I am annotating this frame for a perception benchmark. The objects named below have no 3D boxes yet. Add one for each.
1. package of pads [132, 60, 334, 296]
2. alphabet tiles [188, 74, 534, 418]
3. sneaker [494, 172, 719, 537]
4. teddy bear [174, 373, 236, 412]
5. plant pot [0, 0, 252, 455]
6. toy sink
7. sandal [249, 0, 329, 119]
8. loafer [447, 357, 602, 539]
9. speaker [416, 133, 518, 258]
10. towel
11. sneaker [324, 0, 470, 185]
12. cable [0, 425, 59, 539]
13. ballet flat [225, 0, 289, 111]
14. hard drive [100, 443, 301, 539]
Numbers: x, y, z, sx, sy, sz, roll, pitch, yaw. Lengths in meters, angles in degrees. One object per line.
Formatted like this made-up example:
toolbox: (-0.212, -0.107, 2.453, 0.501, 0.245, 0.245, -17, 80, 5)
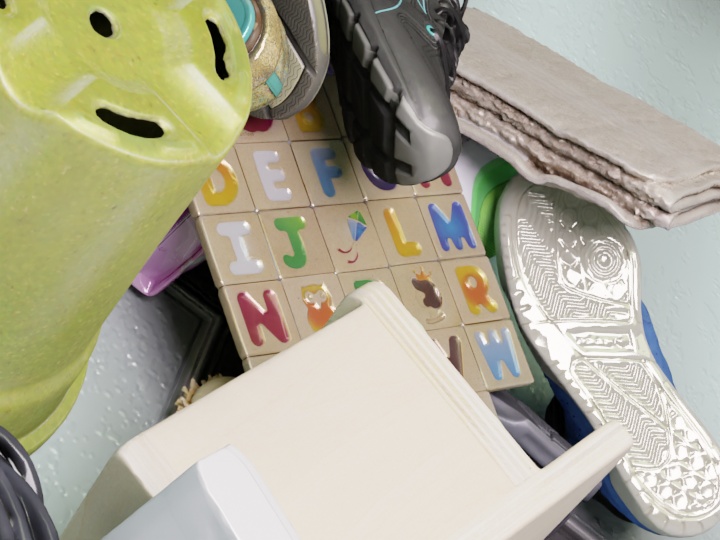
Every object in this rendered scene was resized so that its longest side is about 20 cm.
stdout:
package of pads: (-0.072, -0.084, 0.985, 0.121, 0.076, 0.200, 50, 37, 0)
alphabet tiles: (0.000, 0.000, 0.922, 0.165, 0.006, 0.202, -6, 69, -41)
sneaker: (0.118, 0.045, 1.047, 0.076, 0.111, 0.201, -29, 89, -11)
teddy bear: (-0.007, 0.121, 0.902, 0.200, 0.067, 0.145, 45, 28, 3)
plant pot: (-0.145, -0.047, 0.789, 0.199, 0.184, 0.202, 27, 43, -29)
toy sink: (-0.014, 0.094, 0.770, 0.199, 0.131, 0.112, -29, 73, -40)
sandal: (-0.059, -0.158, 0.930, 0.057, 0.080, 0.202, 5, 48, -45)
loafer: (0.027, 0.064, 0.978, 0.200, 0.063, 0.072, 39, 4, -11)
speaker: (0.063, -0.048, 1.080, 0.089, 0.088, 0.199, 56, 37, 7)
towel: (0.096, -0.079, 1.019, 0.199, 0.035, 0.132, 34, 22, 23)
sneaker: (0.018, -0.116, 0.929, 0.078, 0.076, 0.201, -10, 43, -13)
cable: (-0.177, 0.125, 0.652, 0.051, 0.162, 0.201, 61, 18, -51)
ballet flat: (-0.100, -0.137, 0.880, 0.070, 0.071, 0.200, -10, 47, -49)
hard drive: (-0.070, 0.162, 0.676, 0.026, 0.200, 0.132, -23, 76, -51)
